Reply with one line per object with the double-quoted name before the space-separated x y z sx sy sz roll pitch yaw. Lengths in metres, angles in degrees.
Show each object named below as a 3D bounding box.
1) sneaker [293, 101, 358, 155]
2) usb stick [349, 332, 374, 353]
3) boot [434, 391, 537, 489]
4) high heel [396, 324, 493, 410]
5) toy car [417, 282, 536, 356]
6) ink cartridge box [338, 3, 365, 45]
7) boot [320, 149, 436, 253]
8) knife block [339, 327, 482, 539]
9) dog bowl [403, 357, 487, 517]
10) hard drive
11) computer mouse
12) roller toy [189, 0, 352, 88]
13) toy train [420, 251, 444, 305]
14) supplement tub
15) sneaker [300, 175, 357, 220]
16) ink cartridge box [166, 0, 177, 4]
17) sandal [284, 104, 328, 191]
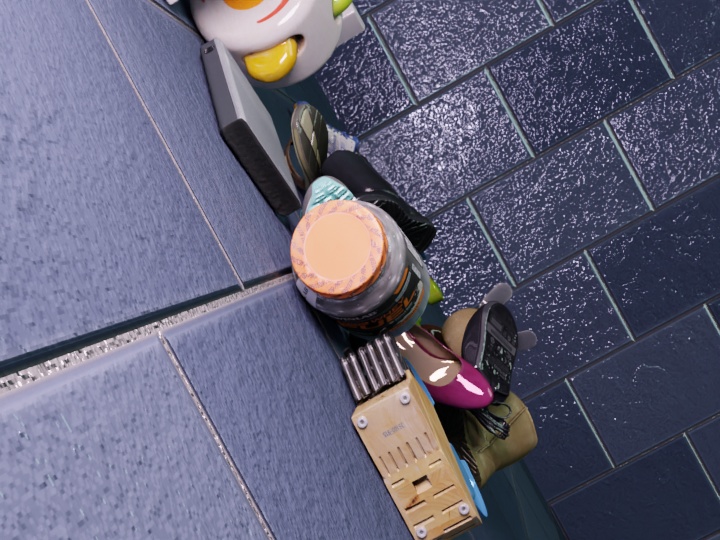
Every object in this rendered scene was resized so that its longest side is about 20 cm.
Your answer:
"sneaker" -0.052 -0.247 1.930 0.201 0.088 0.075 57 9 -22
"usb stick" 0.039 0.131 1.238 0.200 0.032 0.056 56 15 -43
"boot" 0.174 0.214 1.472 0.200 0.066 0.176 -21 94 -56
"high heel" 0.079 0.106 1.281 0.199 0.068 0.096 25 -23 31
"toy car" 0.160 0.106 1.552 0.165 0.199 0.158 61 6 -4
"ink cartridge box" -0.113 -0.459 1.841 0.145 0.199 0.084 62 6 16
"boot" -0.004 -0.099 1.361 0.168 0.077 0.200 44 17 30
"knife block" 0.048 0.160 1.020 0.201 0.064 0.176 61 7 1
"dog bowl" 0.077 0.200 1.157 0.201 0.049 0.111 62 6 8
"hard drive" -0.130 -0.168 1.178 0.140 0.033 0.200 57 8 -40
"computer mouse" 0.169 0.129 1.429 0.139 0.053 0.201 45 44 -25
"roller toy" -0.126 -0.345 1.331 0.182 0.201 0.140 25 -10 23
"toy train" 0.069 0.055 1.434 0.201 0.115 0.085 62 6 5
"supplement tub" 0.000 0.000 1.076 0.123 0.122 0.200 63 7 19
"sneaker" -0.045 -0.056 1.195 0.091 0.077 0.200 56 -13 27
"ink cartridge box" -0.209 -0.418 1.119 0.200 0.144 0.084 53 10 -53
"sandal" -0.079 -0.152 1.435 0.201 0.057 0.080 81 24 -57
